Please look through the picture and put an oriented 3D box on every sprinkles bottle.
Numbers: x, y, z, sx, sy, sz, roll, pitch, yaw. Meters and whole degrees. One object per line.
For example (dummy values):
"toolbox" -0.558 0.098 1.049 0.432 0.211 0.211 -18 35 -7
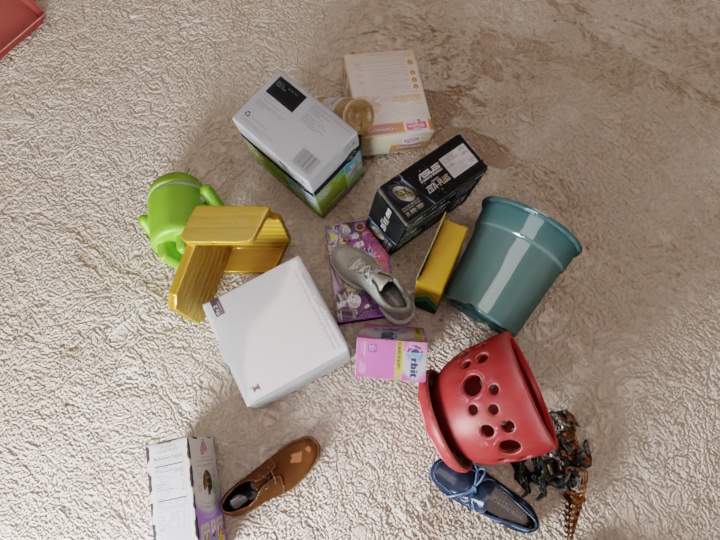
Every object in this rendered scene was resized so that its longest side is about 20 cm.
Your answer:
"sprinkles bottle" -0.046 -0.310 1.100 0.068 0.200 0.069 -9 110 -25

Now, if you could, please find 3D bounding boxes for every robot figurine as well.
"robot figurine" -0.353 -0.105 1.080 0.175 0.116 0.201 -23 63 16

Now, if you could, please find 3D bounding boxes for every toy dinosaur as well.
"toy dinosaur" 0.346 0.346 0.954 0.135 0.102 0.201 3 51 -15

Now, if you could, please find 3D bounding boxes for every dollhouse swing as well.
"dollhouse swing" -0.230 0.000 1.010 0.180 0.200 0.177 1 73 2

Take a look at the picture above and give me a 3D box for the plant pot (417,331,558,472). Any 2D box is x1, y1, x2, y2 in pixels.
"plant pot" 0.207 0.226 0.928 0.182 0.200 0.202 -26 73 19

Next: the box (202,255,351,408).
"box" -0.147 0.115 1.011 0.199 0.131 0.200 -27 75 -6

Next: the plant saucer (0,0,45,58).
"plant saucer" -0.852 -0.573 1.279 0.199 0.037 0.200 40 80 12

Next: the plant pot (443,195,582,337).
"plant pot" 0.262 0.002 1.009 0.199 0.200 0.197 31 86 10

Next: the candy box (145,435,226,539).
"candy box" -0.285 0.382 0.920 0.071 0.168 0.201 -11 73 -3

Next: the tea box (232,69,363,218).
"tea box" -0.112 -0.236 1.074 0.200 0.197 0.134 41 83 13

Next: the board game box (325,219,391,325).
"board game box" 0.000 0.000 1.094 0.119 0.032 0.201 -7 74 -5

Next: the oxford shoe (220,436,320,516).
"oxford shoe" -0.155 0.365 0.972 0.200 0.071 0.071 -36 75 -10

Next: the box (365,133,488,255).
"box" 0.120 -0.139 1.045 0.199 0.164 0.086 -36 80 -15

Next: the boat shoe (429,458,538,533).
"boat shoe" 0.217 0.380 0.955 0.199 0.069 0.085 21 76 8

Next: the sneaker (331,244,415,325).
"sneaker" 0.026 0.013 1.028 0.200 0.092 0.076 40 77 11

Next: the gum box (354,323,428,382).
"gum box" 0.055 0.138 0.968 0.113 0.200 0.067 4 92 4

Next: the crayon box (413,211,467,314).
"crayon box" 0.142 -0.007 1.000 0.051 0.200 0.128 22 76 11

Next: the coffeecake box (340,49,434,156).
"coffeecake box" 0.052 -0.350 1.158 0.152 0.073 0.201 -8 73 -10
